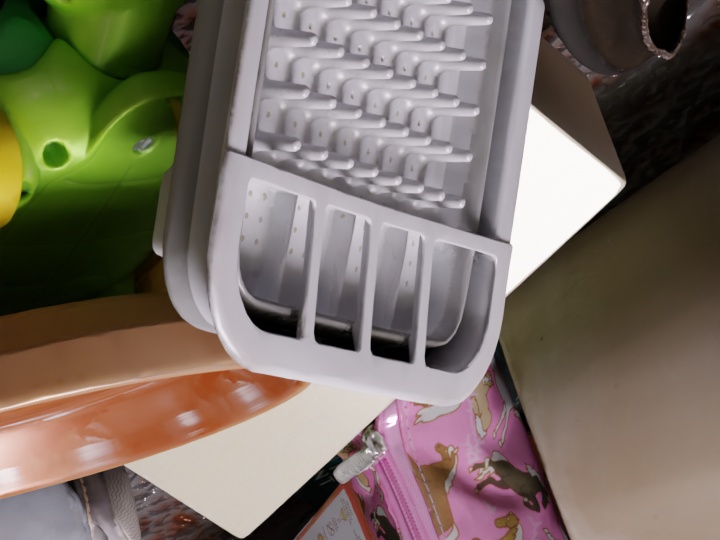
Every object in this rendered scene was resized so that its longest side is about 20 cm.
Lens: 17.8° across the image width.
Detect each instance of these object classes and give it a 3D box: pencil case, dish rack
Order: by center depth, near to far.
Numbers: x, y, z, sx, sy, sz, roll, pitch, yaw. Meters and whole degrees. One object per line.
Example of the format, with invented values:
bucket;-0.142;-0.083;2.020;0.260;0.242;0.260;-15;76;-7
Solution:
dish rack;-0.001;-0.066;0.684;0.043;0.202;0.171;7;176;31
pencil case;0.050;0.130;0.911;0.086;0.201;0.083;-20;174;-22

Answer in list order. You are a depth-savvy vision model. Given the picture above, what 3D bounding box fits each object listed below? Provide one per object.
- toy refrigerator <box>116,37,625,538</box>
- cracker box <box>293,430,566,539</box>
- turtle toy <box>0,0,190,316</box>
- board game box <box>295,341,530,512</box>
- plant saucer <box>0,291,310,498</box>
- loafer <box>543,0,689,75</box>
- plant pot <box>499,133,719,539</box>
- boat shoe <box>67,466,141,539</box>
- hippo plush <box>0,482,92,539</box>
toy refrigerator;0.000;0.000;0.830;0.070;0.076;0.200;35;113;-27
cracker box;0.024;0.145;1.060;0.133;0.058;0.200;-12;157;-29
turtle toy;-0.096;-0.052;0.704;0.145;0.102;0.200;-7;149;-41
board game box;0.011;0.040;0.971;0.134;0.028;0.200;-28;147;10
plant saucer;-0.113;0.045;0.720;0.198;0.033;0.200;-15;169;-3
loafer;0.093;-0.135;0.699;0.071;0.073;0.201;6;143;12
plant pot;0.149;0.035;0.898;0.172;0.201;0.200;-20;147;4
boat shoe;-0.150;0.150;0.991;0.073;0.075;0.201;-1;140;-30
hippo plush;-0.186;0.101;0.844;0.160;0.200;0.160;-33;116;-20
